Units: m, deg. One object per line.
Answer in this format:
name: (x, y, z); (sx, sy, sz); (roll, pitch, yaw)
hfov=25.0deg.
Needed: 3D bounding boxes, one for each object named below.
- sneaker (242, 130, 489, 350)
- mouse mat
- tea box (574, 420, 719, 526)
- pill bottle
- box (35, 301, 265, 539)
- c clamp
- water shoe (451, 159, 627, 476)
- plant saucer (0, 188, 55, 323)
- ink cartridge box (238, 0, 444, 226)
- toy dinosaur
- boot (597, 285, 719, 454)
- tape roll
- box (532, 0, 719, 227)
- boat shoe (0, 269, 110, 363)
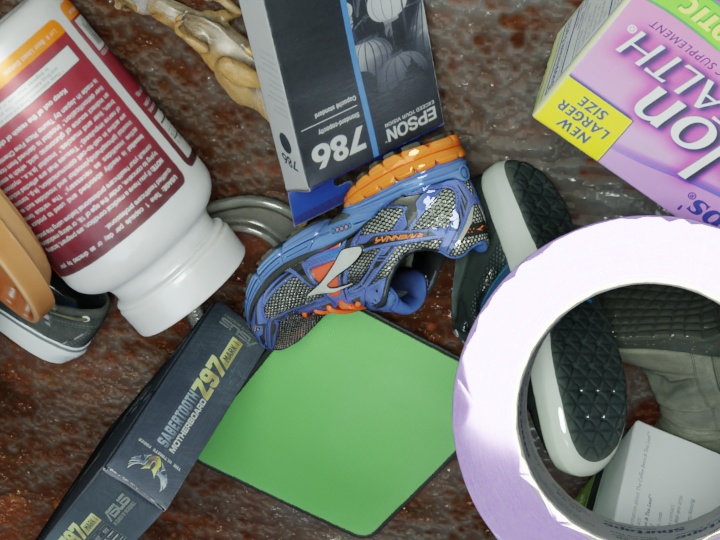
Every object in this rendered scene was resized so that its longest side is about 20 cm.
sneaker: (0.000, 0.000, 0.976); (0.200, 0.075, 0.079); (-40, 75, 40)
mouse mat: (-0.010, 0.105, 1.124); (0.160, 0.008, 0.200); (28, 127, -17)
tea box: (0.180, 0.245, 1.045); (0.133, 0.201, 0.197); (23, 142, -3)
pill bottle: (-0.164, -0.061, 0.982); (0.113, 0.113, 0.200); (-29, 108, 31)
box: (-0.150, 0.130, 1.078); (0.051, 0.158, 0.200); (35, 137, -6)
c clamp: (-0.087, 0.036, 1.096); (0.170, 0.027, 0.201); (-2, 125, 17)
water shoe: (0.098, 0.035, 0.956); (0.071, 0.201, 0.079); (15, 143, -40)
plant saucer: (-0.249, -0.052, 0.958); (0.200, 0.032, 0.200); (42, 165, 14)
ink cartridge box: (-0.009, -0.120, 0.919); (0.039, 0.099, 0.201); (38, 149, 48)
toy dinosaur: (-0.060, -0.113, 0.972); (0.200, 0.060, 0.106); (49, 146, -14)
boot: (0.191, 0.067, 1.021); (0.199, 0.068, 0.131); (5, 132, 13)
tape roll: (0.149, 0.072, 0.843); (0.199, 0.066, 0.202); (0, 92, 10)
box: (0.221, -0.121, 0.847); (0.175, 0.097, 0.200); (34, 128, -8)
boat shoe: (-0.257, -0.013, 1.087); (0.199, 0.069, 0.057); (34, 124, -18)
